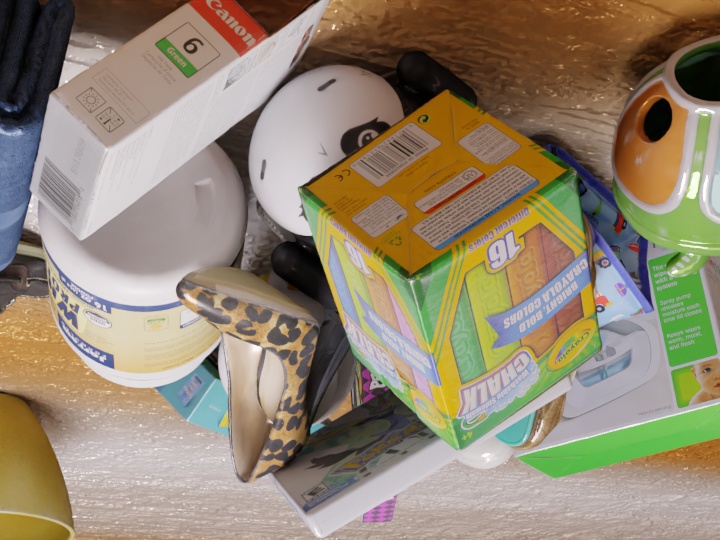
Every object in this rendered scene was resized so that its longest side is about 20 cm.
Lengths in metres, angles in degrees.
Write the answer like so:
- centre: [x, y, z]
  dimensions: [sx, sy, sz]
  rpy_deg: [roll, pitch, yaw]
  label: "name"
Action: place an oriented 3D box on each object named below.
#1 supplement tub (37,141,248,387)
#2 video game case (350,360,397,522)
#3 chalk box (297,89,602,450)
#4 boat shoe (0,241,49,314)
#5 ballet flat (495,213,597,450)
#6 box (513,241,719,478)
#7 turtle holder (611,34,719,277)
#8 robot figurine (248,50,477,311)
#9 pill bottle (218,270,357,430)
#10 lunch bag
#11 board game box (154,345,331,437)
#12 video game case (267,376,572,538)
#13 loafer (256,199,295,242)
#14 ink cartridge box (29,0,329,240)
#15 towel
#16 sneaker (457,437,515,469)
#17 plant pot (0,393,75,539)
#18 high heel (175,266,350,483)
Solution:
- centre: [-0.160, -0.006, 0.987]
  dimensions: [0.143, 0.145, 0.200]
  rpy_deg: [-1, 154, -10]
  label: "supplement tub"
- centre: [0.012, 0.119, 1.239]
  dimensions: [0.036, 0.182, 0.200]
  rpy_deg: [-3, 155, -4]
  label: "video game case"
- centre: [0.064, 0.016, 0.838]
  dimensions: [0.124, 0.124, 0.201]
  rpy_deg: [-35, 135, -16]
  label: "chalk box"
- centre: [-0.304, 0.009, 1.046]
  dimensions: [0.071, 0.066, 0.201]
  rpy_deg: [-13, 166, 20]
  label: "boat shoe"
- centre: [0.151, 0.043, 1.041]
  dimensions: [0.068, 0.201, 0.072]
  rpy_deg: [19, -162, 37]
  label: "ballet flat"
- centre: [0.231, 0.070, 1.185]
  dimensions: [0.199, 0.177, 0.097]
  rpy_deg: [-18, 152, 25]
  label: "box"
- centre: [0.264, -0.089, 0.911]
  dimensions: [0.184, 0.141, 0.132]
  rpy_deg: [-1, 138, 11]
  label: "turtle holder"
- centre: [0.014, -0.058, 0.923]
  dimensions: [0.124, 0.151, 0.200]
  rpy_deg: [-14, 151, 34]
  label: "robot figurine"
- centre: [-0.058, 0.066, 1.092]
  dimensions: [0.110, 0.112, 0.200]
  rpy_deg: [-5, -171, 0]
  label: "pill bottle"
- centre: [0.126, -0.030, 1.086]
  dimensions: [0.150, 0.095, 0.200]
  rpy_deg: [-20, 139, 30]
  label: "lunch bag"
- centre: [-0.123, 0.103, 1.223]
  dimensions: [0.047, 0.151, 0.200]
  rpy_deg: [-54, 142, 3]
  label: "board game box"
- centre: [0.033, 0.112, 0.958]
  dimensions: [0.199, 0.022, 0.182]
  rpy_deg: [-30, -171, -10]
  label: "video game case"
- centre: [0.000, 0.000, 1.051]
  dimensions: [0.200, 0.070, 0.070]
  rpy_deg: [34, 144, -13]
  label: "loafer"
- centre: [-0.107, -0.113, 0.818]
  dimensions: [0.200, 0.050, 0.109]
  rpy_deg: [-43, 174, -32]
  label: "ink cartridge box"
- centre: [-0.226, -0.083, 0.851]
  dimensions: [0.048, 0.112, 0.200]
  rpy_deg: [14, 150, -14]
  label: "towel"
- centre: [0.068, 0.073, 1.132]
  dimensions: [0.075, 0.201, 0.089]
  rpy_deg: [-27, 151, 6]
  label: "sneaker"
- centre: [-0.397, 0.209, 1.387]
  dimensions: [0.199, 0.143, 0.200]
  rpy_deg: [-5, 155, -2]
  label: "plant pot"
- centre: [-0.084, 0.078, 0.906]
  dimensions: [0.143, 0.071, 0.200]
  rpy_deg: [-59, 146, 4]
  label: "high heel"
